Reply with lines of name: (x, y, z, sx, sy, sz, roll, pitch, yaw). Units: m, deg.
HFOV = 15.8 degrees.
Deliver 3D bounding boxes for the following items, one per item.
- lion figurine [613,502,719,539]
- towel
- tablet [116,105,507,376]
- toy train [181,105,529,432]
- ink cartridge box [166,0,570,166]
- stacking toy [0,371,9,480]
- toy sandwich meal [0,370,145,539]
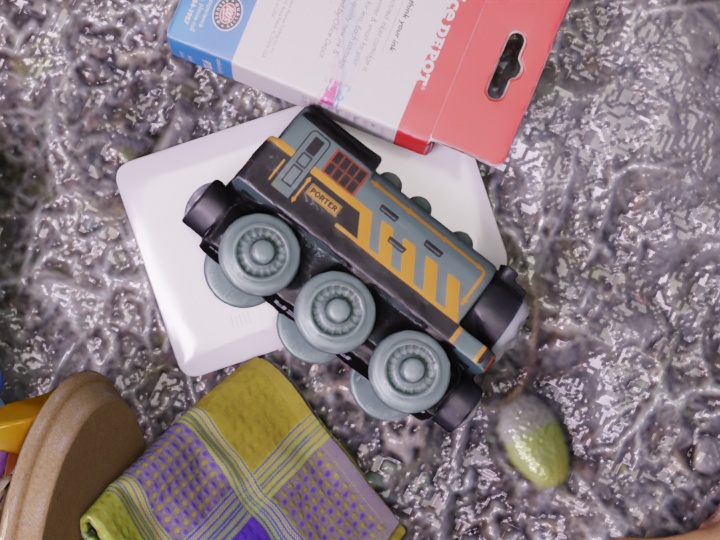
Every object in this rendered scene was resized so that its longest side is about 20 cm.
lion figurine: (0.191, 0.174, 1.477, 0.200, 0.072, 0.123, -14, 83, 0)
towel: (-0.061, 0.141, 1.418, 0.023, 0.200, 0.144, -32, 95, 39)
tablet: (-0.027, -0.030, 1.489, 0.200, 0.014, 0.130, -19, 91, -5)
toy train: (0.000, 0.000, 1.446, 0.200, 0.085, 0.114, 38, 78, -3)
ink cartridge box: (0.005, -0.141, 1.456, 0.200, 0.067, 0.116, 23, 85, 0)
stacking toy: (-0.229, 0.037, 1.407, 0.085, 0.085, 0.200, 1, 109, -5)
toy sandwich meal: (-0.172, 0.142, 1.386, 0.070, 0.205, 0.205, 7, 89, 15)
